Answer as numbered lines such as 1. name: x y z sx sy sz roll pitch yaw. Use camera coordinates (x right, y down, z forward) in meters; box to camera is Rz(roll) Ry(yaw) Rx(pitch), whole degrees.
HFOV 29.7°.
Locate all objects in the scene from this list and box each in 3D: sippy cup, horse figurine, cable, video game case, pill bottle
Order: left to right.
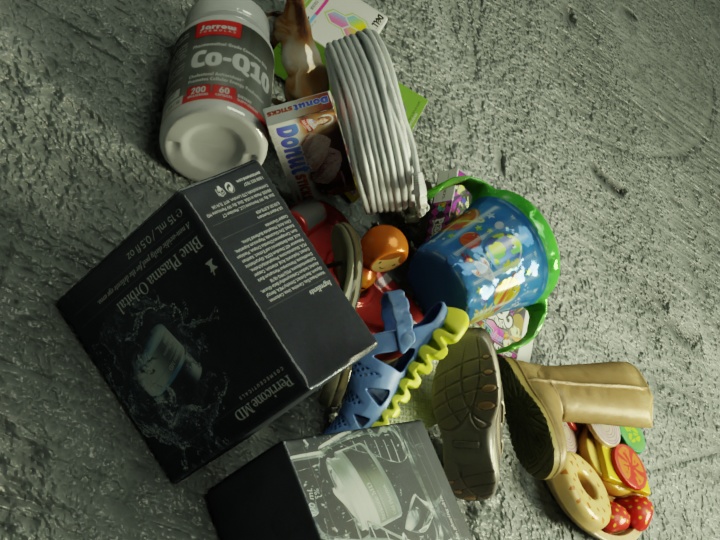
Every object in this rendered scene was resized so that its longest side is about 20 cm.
1. pill bottle: -0.150 -0.199 1.453 0.114 0.114 0.201 30 41 -29
2. horse figurine: -0.078 -0.234 1.542 0.050 0.132 0.201 -11 89 -29
3. cable: 0.012 -0.159 1.470 0.200 0.069 0.201 -107 -178 -74
4. sippy cup: 0.127 -0.003 1.485 0.130 0.140 0.178 -28 58 -33
5. video game case: 0.147 0.003 1.617 0.200 0.036 0.182 32 61 -40

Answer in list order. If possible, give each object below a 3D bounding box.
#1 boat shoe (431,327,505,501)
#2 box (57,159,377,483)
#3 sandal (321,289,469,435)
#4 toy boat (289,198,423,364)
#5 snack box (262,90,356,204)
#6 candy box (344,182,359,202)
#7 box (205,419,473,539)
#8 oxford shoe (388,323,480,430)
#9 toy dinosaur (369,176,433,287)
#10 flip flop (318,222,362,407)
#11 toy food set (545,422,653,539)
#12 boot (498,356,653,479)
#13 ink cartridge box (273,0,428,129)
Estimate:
1. boat shoe: 0.117 0.146 1.445 0.073 0.074 0.201 -59 152 -63
2. box: -0.128 0.046 1.193 0.201 0.196 0.117 56 35 3
3. sandal: 0.018 0.098 1.366 0.087 0.079 0.200 41 74 -9
4. toy boat: 0.000 0.000 1.440 0.200 0.131 0.130 52 35 -1
5. snack box: -0.052 -0.127 1.445 0.200 0.071 0.024 73 2 -68
6. candy box: -0.006 -0.169 1.674 0.102 0.026 0.200 43 35 -8
7. box: -0.005 0.256 1.223 0.196 0.124 0.201 -2 62 -48
8. oxford shoe: 0.066 0.123 1.482 0.200 0.058 0.075 -42 105 -41
9. toy dinosaur: 0.079 -0.040 1.618 0.102 0.077 0.200 -25 76 -41
10. flip flop: -0.032 0.038 1.321 0.057 0.081 0.201 8 60 -2
11. toy food set: 0.284 0.235 1.641 0.199 0.049 0.199 23 44 -35
12. boot: 0.264 0.168 1.586 0.199 0.066 0.176 7 45 -29
13. ink cartridge box: -0.001 -0.256 1.671 0.199 0.076 0.148 32 38 -3
